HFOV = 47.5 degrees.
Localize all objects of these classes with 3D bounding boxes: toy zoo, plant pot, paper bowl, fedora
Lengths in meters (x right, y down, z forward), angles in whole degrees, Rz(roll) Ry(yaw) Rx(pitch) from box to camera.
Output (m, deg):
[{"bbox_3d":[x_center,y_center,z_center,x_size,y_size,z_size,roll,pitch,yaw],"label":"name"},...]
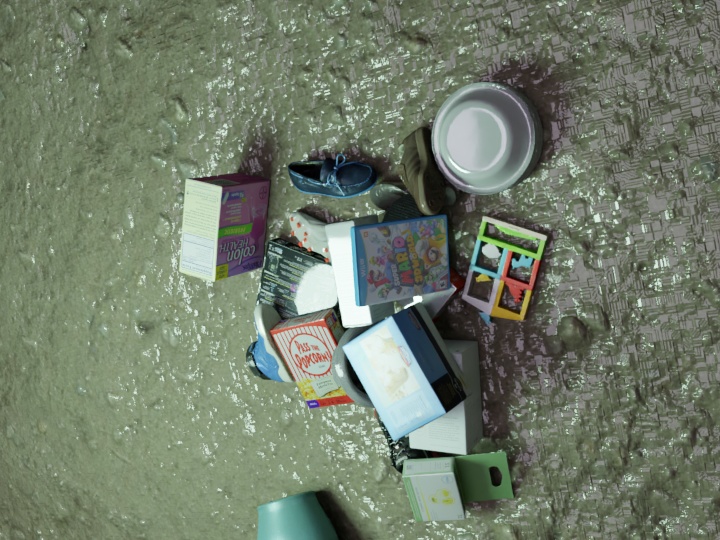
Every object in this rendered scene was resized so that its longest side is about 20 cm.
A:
[{"bbox_3d":[0.270,0.009,1.555,0.130,0.020,0.202,20,108,24],"label":"toy zoo"},{"bbox_3d":[-0.142,0.594,1.801,0.199,0.199,0.190,-26,72,29],"label":"plant pot"},{"bbox_3d":[0.224,-0.239,1.487,0.199,0.104,0.203,5,102,26],"label":"paper bowl"},{"bbox_3d":[0.019,0.189,1.654,0.090,0.198,0.179,-16,82,55],"label":"fedora"}]

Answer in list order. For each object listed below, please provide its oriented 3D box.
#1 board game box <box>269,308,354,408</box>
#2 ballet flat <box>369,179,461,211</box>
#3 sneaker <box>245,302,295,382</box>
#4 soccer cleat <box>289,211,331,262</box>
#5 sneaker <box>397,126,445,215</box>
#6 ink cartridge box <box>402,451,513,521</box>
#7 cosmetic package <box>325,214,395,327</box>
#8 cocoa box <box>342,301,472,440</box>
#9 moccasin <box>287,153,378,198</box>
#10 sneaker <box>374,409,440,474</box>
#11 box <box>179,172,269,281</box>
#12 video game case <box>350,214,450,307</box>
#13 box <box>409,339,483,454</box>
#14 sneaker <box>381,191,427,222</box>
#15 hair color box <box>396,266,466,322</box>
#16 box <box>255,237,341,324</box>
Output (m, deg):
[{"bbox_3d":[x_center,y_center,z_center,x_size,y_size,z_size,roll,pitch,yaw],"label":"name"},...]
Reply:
[{"bbox_3d":[-0.083,0.189,1.728,0.150,0.046,0.202,-15,109,35],"label":"board game box"},{"bbox_3d":[0.108,-0.153,1.604,0.198,0.046,0.068,-1,121,34],"label":"ballet flat"},{"bbox_3d":[-0.216,0.161,1.791,0.110,0.077,0.201,-4,124,28],"label":"sneaker"},{"bbox_3d":[-0.074,-0.069,1.706,0.200,0.077,0.070,36,142,38],"label":"soccer cleat"},{"bbox_3d":[0.110,-0.176,1.543,0.075,0.070,0.202,-28,46,35],"label":"sneaker"},{"bbox_3d":[0.192,0.423,1.595,0.198,0.048,0.147,-6,127,13],"label":"ink cartridge box"},{"bbox_3d":[0.000,0.000,1.582,0.073,0.101,0.202,-9,95,30],"label":"cosmetic package"},{"bbox_3d":[0.087,0.184,1.511,0.133,0.131,0.201,-34,82,30],"label":"cocoa box"},{"bbox_3d":[-0.063,-0.189,1.655,0.198,0.068,0.081,-2,57,27],"label":"moccasin"},{"bbox_3d":[0.089,0.355,1.674,0.071,0.098,0.201,-42,78,29],"label":"sneaker"},{"bbox_3d":[-0.288,-0.096,1.747,0.096,0.175,0.202,15,106,25],"label":"box"},{"bbox_3d":[0.076,-0.020,1.494,0.018,0.198,0.145,15,112,60],"label":"video game case"},{"bbox_3d":[0.164,0.244,1.612,0.123,0.097,0.203,1,100,29],"label":"box"},{"bbox_3d":[0.078,-0.060,1.556,0.074,0.089,0.201,27,77,38],"label":"sneaker"},{"bbox_3d":[0.099,0.001,1.622,0.200,0.064,0.111,44,116,13],"label":"hair color box"},{"bbox_3d":[-0.123,0.038,1.759,0.198,0.043,0.162,20,108,24],"label":"box"}]
